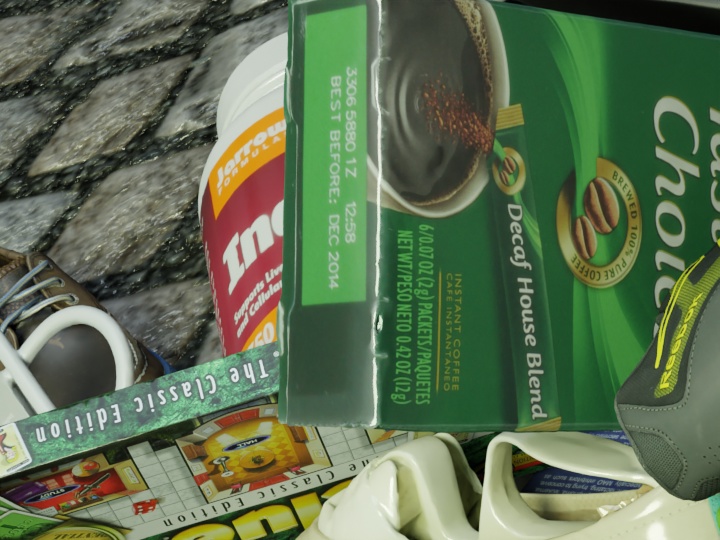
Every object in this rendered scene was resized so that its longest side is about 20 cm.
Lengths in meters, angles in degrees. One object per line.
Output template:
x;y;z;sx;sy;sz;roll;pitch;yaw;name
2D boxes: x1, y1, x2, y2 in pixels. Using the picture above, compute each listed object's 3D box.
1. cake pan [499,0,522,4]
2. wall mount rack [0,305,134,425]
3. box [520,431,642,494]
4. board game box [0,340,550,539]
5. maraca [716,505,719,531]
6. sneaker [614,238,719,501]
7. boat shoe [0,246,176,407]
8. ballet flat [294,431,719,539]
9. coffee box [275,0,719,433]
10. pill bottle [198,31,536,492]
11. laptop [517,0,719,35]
0.079;-0.140;1.159;0.200;0.037;0.200;-38;-6;-4;cake pan
-0.155;0.108;0.973;0.200;0.075;0.174;-53;50;16;wall mount rack
0.128;0.050;0.859;0.121;0.032;0.200;1;42;50;box
-0.034;0.060;0.831;0.200;0.105;0.023;-17;61;2;board game box
0.190;0.060;0.674;0.200;0.107;0.137;-1;15;40;maraca
0.127;0.002;0.744;0.085;0.075;0.200;-37;-3;30;sneaker
-0.146;0.034;1.155;0.072;0.072;0.200;-40;26;-16;boat shoe
0.039;0.079;0.798;0.200;0.070;0.069;-3;37;44;ballet flat
0.062;-0.014;0.756;0.200;0.123;0.044;5;-4;-44;coffee box
0.000;0.000;0.955;0.113;0.113;0.200;-27;40;10;pill bottle
0.165;-0.118;0.860;0.177;0.103;0.200;12;53;29;laptop
